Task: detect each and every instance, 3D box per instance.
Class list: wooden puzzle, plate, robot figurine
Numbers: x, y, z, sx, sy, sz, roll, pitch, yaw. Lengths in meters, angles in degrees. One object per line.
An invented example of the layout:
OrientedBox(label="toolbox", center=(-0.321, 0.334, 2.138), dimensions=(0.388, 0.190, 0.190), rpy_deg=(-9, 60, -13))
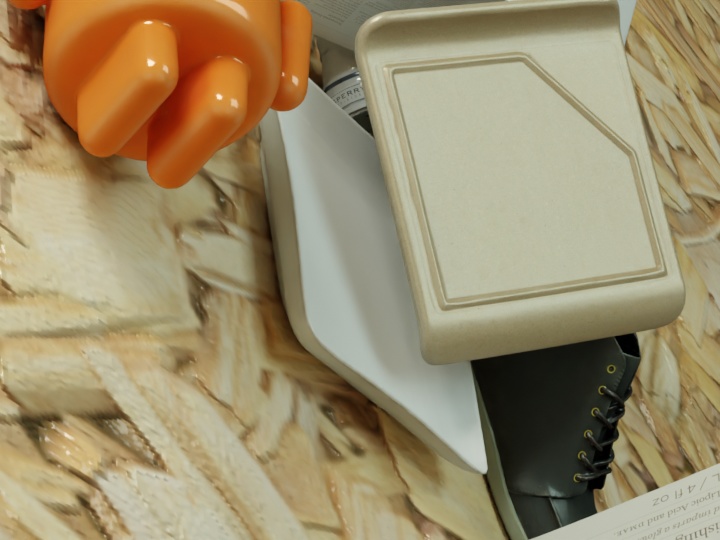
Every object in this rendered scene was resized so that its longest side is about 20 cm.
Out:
OrientedBox(label="wooden puzzle", center=(0.091, -0.054, 1.497), dimensions=(0.185, 0.037, 0.201), rpy_deg=(-8, 85, -31))
OrientedBox(label="plate", center=(0.000, 0.000, 1.458), dimensions=(0.200, 0.032, 0.200), rpy_deg=(41, 31, -49))
OrientedBox(label="robot figurine", center=(-0.097, -0.135, 1.258), dimensions=(0.117, 0.143, 0.200), rpy_deg=(86, 0, -46))

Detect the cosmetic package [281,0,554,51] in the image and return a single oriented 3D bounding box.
OrientedBox(label="cosmetic package", center=(0.010, -0.171, 1.512), dimensions=(0.200, 0.083, 0.051), rpy_deg=(20, 41, -35))

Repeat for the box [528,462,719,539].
OrientedBox(label="box", center=(0.209, 0.228, 1.475), dimensions=(0.200, 0.199, 0.131), rpy_deg=(51, 24, -33))

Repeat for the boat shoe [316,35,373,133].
OrientedBox(label="boat shoe", center=(0.038, -0.120, 1.621), dimensions=(0.200, 0.073, 0.067), rpy_deg=(9, 61, -65))

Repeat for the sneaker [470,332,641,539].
OrientedBox(label="sneaker", center=(0.133, 0.106, 1.555), dimensions=(0.201, 0.106, 0.075), rpy_deg=(67, 21, 6))

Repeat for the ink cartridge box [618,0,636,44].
OrientedBox(label="ink cartridge box", center=(0.108, -0.202, 1.811), dimensions=(0.196, 0.043, 0.200), rpy_deg=(41, 43, -25))
